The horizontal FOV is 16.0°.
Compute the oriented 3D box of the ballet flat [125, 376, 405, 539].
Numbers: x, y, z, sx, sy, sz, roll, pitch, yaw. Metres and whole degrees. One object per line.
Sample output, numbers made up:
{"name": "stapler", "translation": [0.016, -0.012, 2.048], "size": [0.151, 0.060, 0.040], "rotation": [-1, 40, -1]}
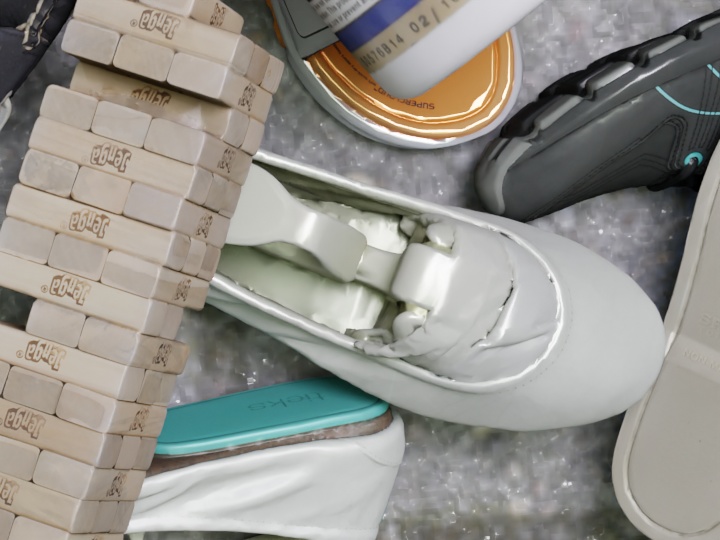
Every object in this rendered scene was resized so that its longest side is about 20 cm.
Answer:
{"name": "ballet flat", "translation": [-0.082, 0.076, 0.834], "size": [0.199, 0.069, 0.070], "rotation": [-3, 90, -12]}

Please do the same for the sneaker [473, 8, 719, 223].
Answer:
{"name": "sneaker", "translation": [0.134, -0.055, 0.865], "size": [0.199, 0.075, 0.080], "rotation": [-26, 97, -9]}

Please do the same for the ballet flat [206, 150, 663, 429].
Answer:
{"name": "ballet flat", "translation": [0.000, 0.000, 0.813], "size": [0.199, 0.069, 0.070], "rotation": [20, 86, 5]}

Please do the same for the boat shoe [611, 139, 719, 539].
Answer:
{"name": "boat shoe", "translation": [0.146, -0.002, 0.849], "size": [0.072, 0.063, 0.201], "rotation": [30, 107, 20]}

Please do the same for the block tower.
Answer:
{"name": "block tower", "translation": [-0.081, 0.012, 0.757], "size": [0.054, 0.058, 0.201], "rotation": [18, 89, 15]}

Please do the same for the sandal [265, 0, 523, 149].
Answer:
{"name": "sandal", "translation": [-0.005, -0.138, 0.846], "size": [0.079, 0.059, 0.208], "rotation": [-22, 94, -10]}

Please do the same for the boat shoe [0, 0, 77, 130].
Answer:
{"name": "boat shoe", "translation": [-0.138, -0.060, 0.763], "size": [0.074, 0.060, 0.200], "rotation": [32, 125, -24]}

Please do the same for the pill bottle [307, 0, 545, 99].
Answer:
{"name": "pill bottle", "translation": [-0.010, -0.159, 0.748], "size": [0.111, 0.111, 0.200], "rotation": [-41, 97, -8]}
